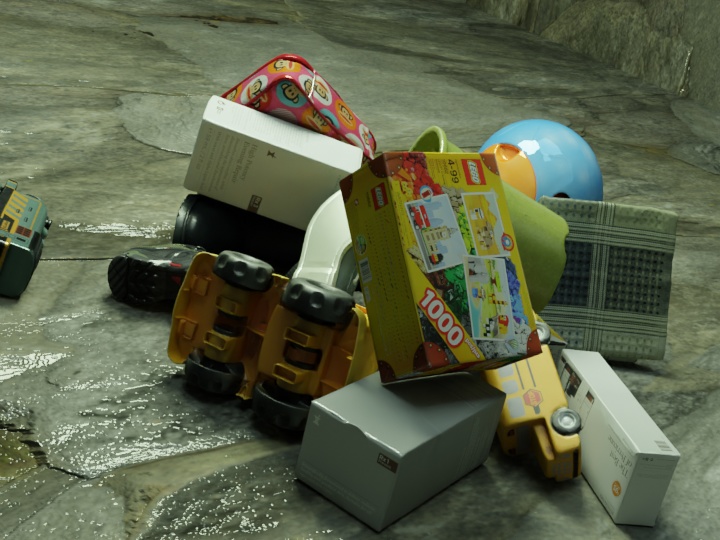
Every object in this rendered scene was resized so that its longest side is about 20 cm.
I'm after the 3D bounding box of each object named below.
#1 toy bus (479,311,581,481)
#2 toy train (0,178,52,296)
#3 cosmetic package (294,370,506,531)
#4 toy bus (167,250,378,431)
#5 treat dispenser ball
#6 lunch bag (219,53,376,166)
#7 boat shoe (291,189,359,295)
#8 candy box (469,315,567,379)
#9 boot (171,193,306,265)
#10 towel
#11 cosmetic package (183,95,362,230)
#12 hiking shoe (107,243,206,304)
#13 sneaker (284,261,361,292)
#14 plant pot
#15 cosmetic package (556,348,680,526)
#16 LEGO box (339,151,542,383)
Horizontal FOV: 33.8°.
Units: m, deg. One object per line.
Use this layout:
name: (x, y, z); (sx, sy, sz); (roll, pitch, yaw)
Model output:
toy bus: (0.168, 0.118, 1.214); (0.077, 0.066, 0.202); (-12, 52, -1)
toy train: (-0.400, -0.044, 1.291); (0.113, 0.086, 0.201); (22, 18, -15)
cosmetic package: (0.041, 0.152, 1.103); (0.106, 0.092, 0.199); (28, 28, 29)
toy bus: (-0.067, 0.064, 1.199); (0.197, 0.138, 0.191); (21, 9, 21)
treat dispenser ball: (0.254, -0.118, 1.725); (0.197, 0.204, 0.201); (13, 22, -5)
lunch bag: (-0.092, -0.159, 1.510); (0.200, 0.175, 0.083); (44, 29, -32)
boat shoe: (-0.028, -0.011, 1.347); (0.072, 0.062, 0.202); (8, 56, 25)
candy box: (0.120, 0.074, 1.369); (0.197, 0.062, 0.137); (4, 24, -27)
boot: (-0.134, -0.045, 1.461); (0.165, 0.078, 0.200); (13, 16, 4)
towel: (0.298, 0.012, 1.470); (0.196, 0.196, 0.034); (6, -1, -15)
cosmetic package: (-0.105, -0.124, 1.435); (0.197, 0.103, 0.074); (19, 33, -7)
hiking shoe: (-0.175, 0.005, 1.319); (0.197, 0.077, 0.101); (15, 25, 2)
sneaker: (-0.001, 0.001, 1.402); (0.199, 0.060, 0.104); (-41, 82, -20)
plant pot: (0.125, -0.031, 1.321); (0.182, 0.203, 0.201); (21, 20, -14)
cosmetic package: (0.250, 0.166, 1.211); (0.050, 0.084, 0.200); (5, 23, -16)
LEGO box: (0.076, -0.004, 1.125); (0.147, 0.203, 0.077); (-4, -14, -38)
